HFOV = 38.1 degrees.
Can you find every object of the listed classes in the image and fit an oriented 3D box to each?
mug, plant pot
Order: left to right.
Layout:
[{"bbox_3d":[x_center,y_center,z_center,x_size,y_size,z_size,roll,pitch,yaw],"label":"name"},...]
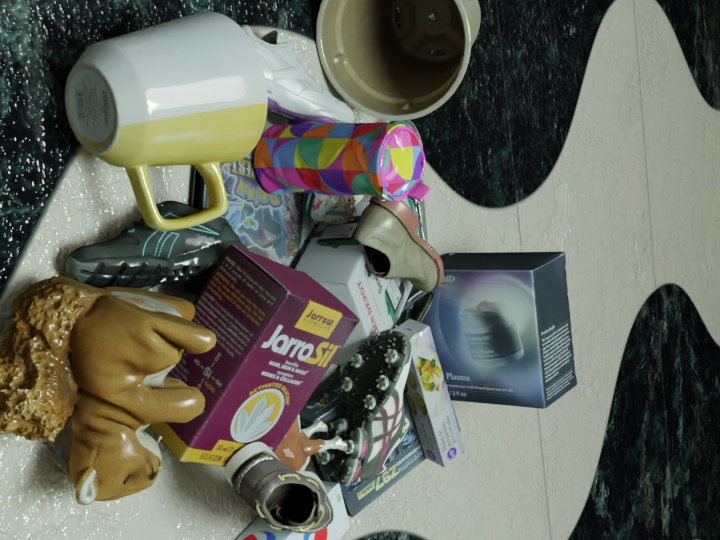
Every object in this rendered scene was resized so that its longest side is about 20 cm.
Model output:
[{"bbox_3d":[-0.183,-0.149,0.988,0.153,0.149,0.187,-20,72,-46],"label":"mug"},{"bbox_3d":[0.070,-0.313,1.346,0.183,0.200,0.201,-45,127,-59],"label":"plant pot"}]

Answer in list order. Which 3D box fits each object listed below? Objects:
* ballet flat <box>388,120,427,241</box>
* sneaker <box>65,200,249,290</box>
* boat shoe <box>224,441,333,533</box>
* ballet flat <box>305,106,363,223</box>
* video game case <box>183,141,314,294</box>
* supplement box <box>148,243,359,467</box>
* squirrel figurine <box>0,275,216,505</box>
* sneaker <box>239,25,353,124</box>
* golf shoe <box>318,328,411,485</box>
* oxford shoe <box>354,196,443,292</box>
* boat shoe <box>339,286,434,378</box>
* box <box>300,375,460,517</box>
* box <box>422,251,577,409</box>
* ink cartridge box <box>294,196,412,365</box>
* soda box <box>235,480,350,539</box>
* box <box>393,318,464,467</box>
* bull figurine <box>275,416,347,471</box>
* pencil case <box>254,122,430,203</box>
[{"bbox_3d":[0.057,-0.109,1.435,0.064,0.067,0.201,-51,138,-79],"label":"ballet flat"},{"bbox_3d":[-0.206,-0.023,1.038,0.200,0.075,0.079,-6,68,-45],"label":"sneaker"},{"bbox_3d":[-0.073,0.244,1.102,0.072,0.060,0.200,-44,144,-7],"label":"boat shoe"},{"bbox_3d":[-0.015,-0.125,1.282,0.076,0.064,0.200,99,6,-48],"label":"ballet flat"},{"bbox_3d":[-0.120,-0.055,1.194,0.200,0.025,0.181,11,82,-55],"label":"video game case"},{"bbox_3d":[-0.116,0.093,1.063,0.131,0.103,0.200,24,101,-52],"label":"supplement box"},{"bbox_3d":[-0.244,0.111,0.942,0.199,0.141,0.187,16,96,-27],"label":"squirrel figurine"},{"bbox_3d":[-0.075,-0.219,1.204,0.200,0.075,0.100,17,74,-48],"label":"sneaker"},{"bbox_3d":[0.020,0.160,1.241,0.088,0.077,0.201,8,112,-43],"label":"golf shoe"},{"bbox_3d":[0.039,-0.018,1.223,0.075,0.070,0.200,-53,144,-11],"label":"oxford shoe"},{"bbox_3d":[0.038,0.093,1.393,0.200,0.062,0.075,-54,140,-38],"label":"boat shoe"},{"bbox_3d":[0.026,0.193,1.334,0.200,0.051,0.158,-34,119,-26],"label":"box"},{"bbox_3d":[0.190,0.081,1.498,0.123,0.199,0.199,-20,106,-53],"label":"box"},{"bbox_3d":[0.000,0.000,1.290,0.200,0.084,0.146,-66,147,-40],"label":"ink cartridge box"},{"bbox_3d":[-0.094,0.323,1.203,0.200,0.063,0.068,-38,122,-48],"label":"soda box"},{"bbox_3d":[0.084,0.155,1.309,0.039,0.041,0.201,-33,122,-28],"label":"box"},{"bbox_3d":[-0.089,0.179,1.188,0.121,0.065,0.201,-20,103,-31],"label":"bull figurine"},{"bbox_3d":[-0.023,-0.117,1.137,0.088,0.200,0.089,-13,108,-48],"label":"pencil case"}]
